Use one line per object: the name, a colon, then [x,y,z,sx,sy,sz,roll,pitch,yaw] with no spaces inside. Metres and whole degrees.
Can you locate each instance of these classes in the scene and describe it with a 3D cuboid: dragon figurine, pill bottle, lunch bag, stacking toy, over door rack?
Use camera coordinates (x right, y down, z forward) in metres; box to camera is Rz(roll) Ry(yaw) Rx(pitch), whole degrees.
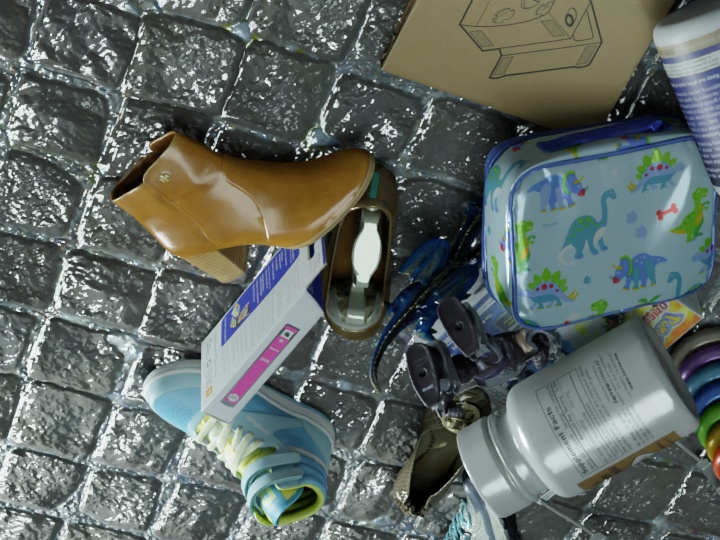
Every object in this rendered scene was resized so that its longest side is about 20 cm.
dragon figurine: [0.065,0.011,1.588,0.059,0.200,0.100,41,150,11]
pill bottle: [0.193,0.137,1.645,0.199,0.115,0.114,-30,124,14]
lunch bag: [0.202,-0.047,1.544,0.199,0.082,0.162,-13,117,-15]
stacking toy: [0.340,0.144,1.670,0.085,0.201,0.086,-2,128,-3]
pill bottle: [0.321,-0.124,1.469,0.115,0.116,0.201,-22,101,13]
over door rack: [0.249,0.195,1.783,0.147,0.067,0.200,-37,136,11]

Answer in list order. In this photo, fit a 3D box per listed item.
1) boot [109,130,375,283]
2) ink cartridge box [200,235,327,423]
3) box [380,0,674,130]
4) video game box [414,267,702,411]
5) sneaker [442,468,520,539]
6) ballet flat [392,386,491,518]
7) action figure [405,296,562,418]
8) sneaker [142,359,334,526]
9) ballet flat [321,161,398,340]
boot: [-0.102,-0.075,1.546,0.201,0.071,0.144,-32,127,26]
ink cartridge box: [-0.077,0.037,1.621,0.037,0.095,0.200,25,122,-22]
box: [0.138,-0.202,1.496,0.199,0.021,0.164,17,125,-16]
video game box: [0.180,0.050,1.684,0.182,0.047,0.200,30,121,-28]
sneaker: [0.117,0.277,1.838,0.086,0.078,0.201,-10,128,8]
ballet flat: [0.074,0.177,1.750,0.067,0.047,0.200,19,137,-7]
action figure: [0.104,0.080,1.590,0.130,0.070,0.200,-39,159,15]
sneaker: [-0.110,0.164,1.697,0.199,0.131,0.080,22,125,-19]
ballet flat: [0.000,0.000,1.612,0.067,0.073,0.201,7,128,-6]
